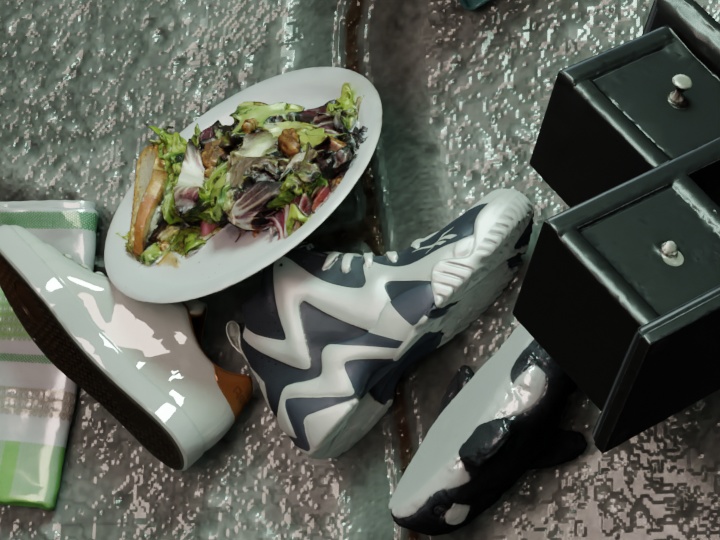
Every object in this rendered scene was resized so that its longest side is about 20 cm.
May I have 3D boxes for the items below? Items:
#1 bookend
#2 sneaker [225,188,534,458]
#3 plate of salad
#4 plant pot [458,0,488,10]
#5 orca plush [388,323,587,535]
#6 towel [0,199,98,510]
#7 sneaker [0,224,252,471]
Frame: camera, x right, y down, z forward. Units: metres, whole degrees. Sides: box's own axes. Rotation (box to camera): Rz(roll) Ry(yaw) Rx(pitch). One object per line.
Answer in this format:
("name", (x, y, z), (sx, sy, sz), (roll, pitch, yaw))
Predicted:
("bookend", (0.151, -0.036, 1.166), (0.198, 0.092, 0.200), (-24, 58, -30))
("sneaker", (0.000, 0.000, 1.283), (0.130, 0.079, 0.199), (46, 105, 19))
("plate of salad", (-0.078, -0.061, 1.311), (0.199, 0.048, 0.201), (-24, 34, 18))
("plant pot", (0.059, -0.300, 1.319), (0.141, 0.141, 0.201), (-32, 57, 11))
("orca plush", (0.100, 0.077, 1.244), (0.201, 0.071, 0.105), (-59, 17, -13))
("towel", (-0.248, 0.051, 1.404), (0.148, 0.031, 0.202), (0, 75, 24))
("sneaker", (-0.148, 0.033, 1.345), (0.200, 0.073, 0.085), (43, 64, 16))
